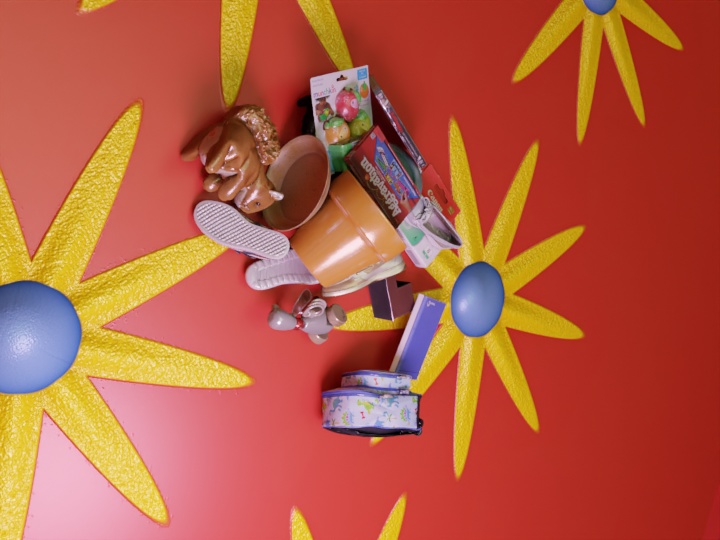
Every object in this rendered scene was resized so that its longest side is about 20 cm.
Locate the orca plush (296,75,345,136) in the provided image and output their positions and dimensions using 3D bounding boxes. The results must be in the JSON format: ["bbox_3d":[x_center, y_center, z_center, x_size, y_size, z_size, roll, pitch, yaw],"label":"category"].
[{"bbox_3d":[-0.103,-0.335,1.600,0.105,0.071,0.201,17,95,-81],"label":"orca plush"}]

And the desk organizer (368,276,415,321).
[{"bbox_3d":[0.063,0.007,1.736,0.077,0.072,0.201,-21,107,-35],"label":"desk organizer"}]

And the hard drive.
[{"bbox_3d":[0.136,0.160,1.785,0.132,0.025,0.201,20,91,-61],"label":"hard drive"}]

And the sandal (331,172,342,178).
[{"bbox_3d":[-0.054,-0.278,1.644,0.075,0.045,0.201,44,55,-37],"label":"sandal"}]

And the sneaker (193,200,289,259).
[{"bbox_3d":[-0.241,-0.073,1.506,0.199,0.079,0.079,27,81,-10],"label":"sneaker"}]

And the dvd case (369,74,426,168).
[{"bbox_3d":[0.079,-0.333,1.678,0.022,0.146,0.200,-32,117,9],"label":"dvd case"}]

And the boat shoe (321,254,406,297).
[{"bbox_3d":[0.000,0.000,1.637,0.199,0.074,0.067,-22,101,-17],"label":"boat shoe"}]

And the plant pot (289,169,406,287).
[{"bbox_3d":[-0.037,-0.069,1.525,0.183,0.200,0.200,-38,118,2],"label":"plant pot"}]

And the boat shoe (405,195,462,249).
[{"bbox_3d":[0.164,-0.117,1.742,0.202,0.065,0.075,46,68,-35],"label":"boat shoe"}]

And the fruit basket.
[{"bbox_3d":[-0.027,-0.310,1.556,0.185,0.093,0.201,-27,125,-45],"label":"fruit basket"}]

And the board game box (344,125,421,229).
[{"bbox_3d":[0.051,-0.193,1.576,0.103,0.019,0.200,-51,126,-21],"label":"board game box"}]

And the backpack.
[{"bbox_3d":[0.016,0.295,1.665,0.199,0.183,0.148,6,75,-31],"label":"backpack"}]

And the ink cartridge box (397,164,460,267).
[{"bbox_3d":[0.164,-0.133,1.811,0.200,0.050,0.161,-48,120,-20],"label":"ink cartridge box"}]

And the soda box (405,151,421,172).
[{"bbox_3d":[0.052,-0.176,1.713,0.068,0.064,0.200,47,67,-30],"label":"soda box"}]

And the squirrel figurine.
[{"bbox_3d":[-0.217,-0.214,1.470,0.187,0.141,0.200,47,70,-37],"label":"squirrel figurine"}]

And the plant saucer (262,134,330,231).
[{"bbox_3d":[-0.122,-0.171,1.503,0.035,0.200,0.201,20,83,-43],"label":"plant saucer"}]

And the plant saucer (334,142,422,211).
[{"bbox_3d":[0.043,-0.202,1.660,0.199,0.027,0.201,3,73,-10],"label":"plant saucer"}]

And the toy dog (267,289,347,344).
[{"bbox_3d":[-0.118,0.086,1.591,0.131,0.097,0.200,-30,152,9],"label":"toy dog"}]

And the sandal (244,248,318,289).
[{"bbox_3d":[-0.154,-0.004,1.591,0.202,0.050,0.083,-6,82,-30],"label":"sandal"}]
